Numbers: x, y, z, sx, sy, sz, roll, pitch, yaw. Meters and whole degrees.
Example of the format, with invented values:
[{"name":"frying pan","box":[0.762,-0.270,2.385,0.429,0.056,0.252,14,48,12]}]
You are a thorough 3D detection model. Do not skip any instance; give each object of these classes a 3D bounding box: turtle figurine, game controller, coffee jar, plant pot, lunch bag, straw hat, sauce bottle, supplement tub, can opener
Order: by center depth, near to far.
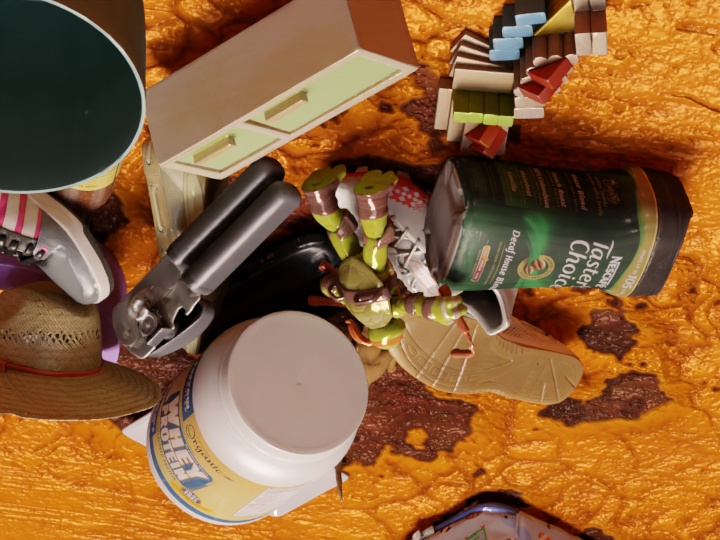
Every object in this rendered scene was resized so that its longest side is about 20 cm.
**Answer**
[{"name":"plant pot","box":[-0.242,-0.179,1.488,0.200,0.161,0.201,1,140,1]},{"name":"turtle figurine","box":[0.000,0.000,1.670,0.200,0.064,0.162,18,132,50]},{"name":"sauce bottle","box":[-0.218,-0.090,1.671,0.066,0.066,0.200,12,138,-11]},{"name":"coffee jar","box":[0.156,-0.033,1.677,0.199,0.085,0.104,2,134,-16]},{"name":"can opener","box":[-0.118,-0.006,1.685,0.200,0.053,0.067,-44,152,18]},{"name":"straw hat","box":[-0.253,0.054,1.717,0.200,0.201,0.085,4,103,-1]},{"name":"supplement tub","box":[-0.087,0.123,1.790,0.144,0.145,0.200,17,154,-17]},{"name":"game controller","box":[-0.077,0.025,1.831,0.200,0.042,0.104,-27,146,32]},{"name":"lunch bag","box":[0.138,0.306,2.124,0.200,0.076,0.160,28,137,-28]}]

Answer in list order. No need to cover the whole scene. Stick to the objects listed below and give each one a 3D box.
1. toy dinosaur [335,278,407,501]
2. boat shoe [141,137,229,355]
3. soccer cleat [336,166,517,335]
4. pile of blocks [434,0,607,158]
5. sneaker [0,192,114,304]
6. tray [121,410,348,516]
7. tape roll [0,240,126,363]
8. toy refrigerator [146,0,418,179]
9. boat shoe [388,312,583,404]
[{"name":"toy dinosaur","box":[0.001,0.085,1.831,0.060,0.106,0.201,19,104,15]},{"name":"boat shoe","box":[-0.146,-0.020,1.740,0.063,0.073,0.201,12,131,12]},{"name":"soccer cleat","box":[0.049,-0.015,1.729,0.200,0.085,0.069,29,134,-28]},{"name":"pile of blocks","box":[0.115,-0.147,1.585,0.082,0.062,0.200,20,137,-20]},{"name":"sneaker","box":[-0.293,-0.026,1.652,0.200,0.121,0.084,47,150,-6]},{"name":"tray","box":[-0.116,0.166,2.009,0.200,0.022,0.107,33,131,-31]},{"name":"tape roll","box":[-0.302,0.034,1.827,0.199,0.066,0.200,1,140,1]},{"name":"toy refrigerator","box":[-0.061,-0.138,1.581,0.200,0.070,0.076,-26,159,31]},{"name":"boat shoe","box":[0.096,0.063,1.820,0.200,0.069,0.071,19,113,-33]}]
